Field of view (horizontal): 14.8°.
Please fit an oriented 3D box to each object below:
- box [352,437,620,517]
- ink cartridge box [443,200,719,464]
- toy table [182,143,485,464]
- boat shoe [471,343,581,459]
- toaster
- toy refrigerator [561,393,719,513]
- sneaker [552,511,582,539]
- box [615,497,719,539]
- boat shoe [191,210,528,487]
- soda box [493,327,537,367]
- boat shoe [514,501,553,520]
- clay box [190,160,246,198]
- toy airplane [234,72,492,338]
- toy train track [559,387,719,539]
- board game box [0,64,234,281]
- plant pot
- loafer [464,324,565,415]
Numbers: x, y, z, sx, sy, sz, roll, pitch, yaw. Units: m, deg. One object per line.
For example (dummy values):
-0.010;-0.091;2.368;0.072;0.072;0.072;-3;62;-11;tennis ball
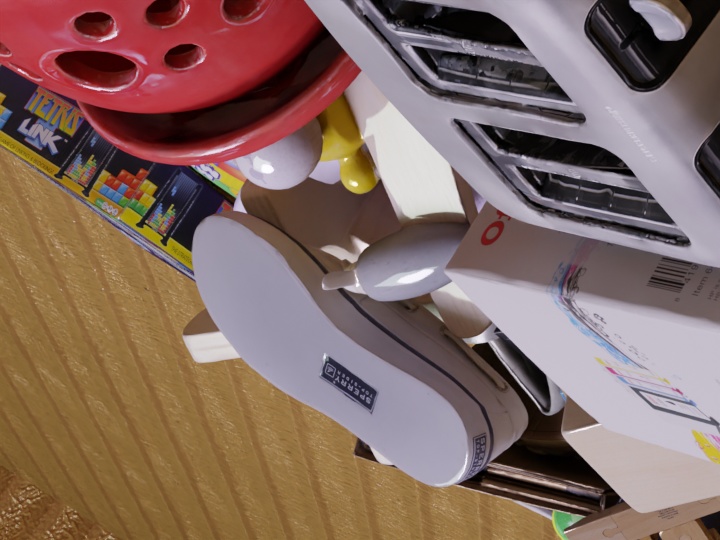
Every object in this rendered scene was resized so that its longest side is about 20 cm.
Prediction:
0.105;0.126;1.744;0.163;0.021;0.200;12;-178;21;box
0.172;-0.005;1.212;0.200;0.148;0.145;14;156;51;ink cartridge box
0.000;0.000;1.503;0.199;0.117;0.184;-21;114;38;toy table
0.123;0.084;1.740;0.065;0.072;0.200;30;170;-20;boat shoe
0.088;-0.108;1.100;0.200;0.119;0.181;16;155;49;toaster
0.202;0.049;1.320;0.199;0.070;0.076;-19;133;34;toy refrigerator
0.224;0.181;1.819;0.199;0.074;0.084;21;168;10;sneaker
0.202;0.176;1.636;0.104;0.183;0.200;29;164;16;box
0.000;0.031;1.401;0.200;0.066;0.072;34;125;28;boat shoe
0.148;0.020;1.480;0.063;0.071;0.200;38;164;-13;soda box
0.183;0.183;1.915;0.199;0.066;0.074;32;164;6;boat shoe
-0.068;-0.086;1.646;0.115;0.048;0.200;34;164;-1;clay box
0.004;-0.081;1.329;0.200;0.141;0.200;45;148;21;toy airplane
0.145;0.091;1.480;0.114;0.033;0.200;-22;125;21;toy train track
-0.139;-0.048;1.805;0.165;0.057;0.200;33;177;37;board game box
-0.089;-0.161;1.187;0.200;0.201;0.182;21;165;39;plant pot
0.077;0.010;1.596;0.200;0.070;0.070;45;162;-33;loafer
